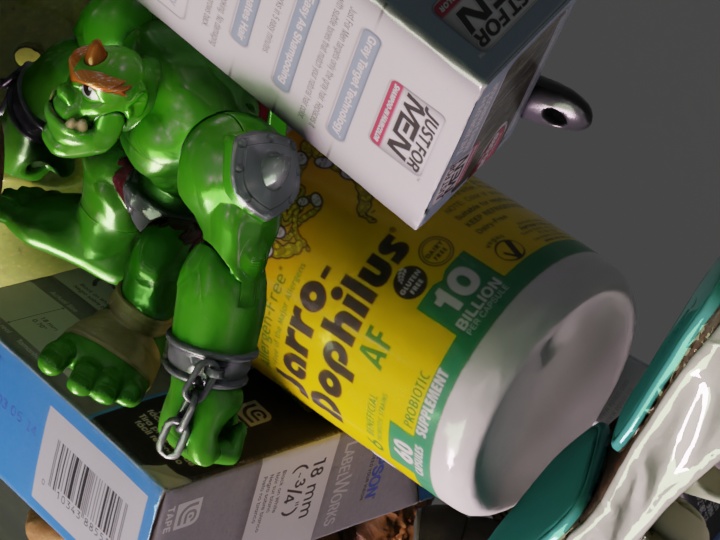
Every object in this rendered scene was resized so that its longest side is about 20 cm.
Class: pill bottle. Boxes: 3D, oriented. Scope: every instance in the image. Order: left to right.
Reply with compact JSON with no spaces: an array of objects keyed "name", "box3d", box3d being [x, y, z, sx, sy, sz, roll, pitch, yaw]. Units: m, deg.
[{"name":"pill bottle","box3d":[0.000,0.000,1.001,0.200,0.113,0.113,34,161,26]}]

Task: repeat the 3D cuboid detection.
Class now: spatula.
[{"name":"spatula","box3d":[0.006,-0.089,0.932,0.200,0.021,0.057,29,157,35]}]

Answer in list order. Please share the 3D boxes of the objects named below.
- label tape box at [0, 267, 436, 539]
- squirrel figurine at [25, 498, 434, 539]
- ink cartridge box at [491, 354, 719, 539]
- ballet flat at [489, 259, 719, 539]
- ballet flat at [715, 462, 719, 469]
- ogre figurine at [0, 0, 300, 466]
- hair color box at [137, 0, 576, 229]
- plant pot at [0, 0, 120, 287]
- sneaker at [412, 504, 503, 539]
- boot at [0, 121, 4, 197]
[{"name":"label tape box","box3d":[-0.057,0.051,1.065,0.144,0.200,0.064,37,126,34]},{"name":"squirrel figurine","box3d":[-0.032,0.160,1.184,0.141,0.200,0.187,34,157,49]},{"name":"ink cartridge box","box3d":[0.085,0.078,1.121,0.200,0.047,0.198,29,159,31]},{"name":"ballet flat","box3d":[0.107,0.074,0.891,0.069,0.069,0.200,40,129,6]},{"name":"ballet flat","box3d":[0.178,0.092,0.907,0.200,0.073,0.073,27,157,42]},{"name":"ogre figurine","box3d":[-0.079,-0.035,0.934,0.098,0.120,0.200,16,-151,-19]},{"name":"hair color box","box3d":[-0.029,-0.116,0.853,0.200,0.061,0.099,40,152,9]},{"name":"plant pot","box3d":[-0.152,-0.049,1.132,0.200,0.200,0.184,39,151,11]},{"name":"sneaker","box3d":[0.063,0.150,1.146,0.079,0.076,0.200,7,173,6]},{"name":"boot","box3d":[-0.191,-0.056,0.964,0.097,0.201,0.075,7,142,-23]}]
